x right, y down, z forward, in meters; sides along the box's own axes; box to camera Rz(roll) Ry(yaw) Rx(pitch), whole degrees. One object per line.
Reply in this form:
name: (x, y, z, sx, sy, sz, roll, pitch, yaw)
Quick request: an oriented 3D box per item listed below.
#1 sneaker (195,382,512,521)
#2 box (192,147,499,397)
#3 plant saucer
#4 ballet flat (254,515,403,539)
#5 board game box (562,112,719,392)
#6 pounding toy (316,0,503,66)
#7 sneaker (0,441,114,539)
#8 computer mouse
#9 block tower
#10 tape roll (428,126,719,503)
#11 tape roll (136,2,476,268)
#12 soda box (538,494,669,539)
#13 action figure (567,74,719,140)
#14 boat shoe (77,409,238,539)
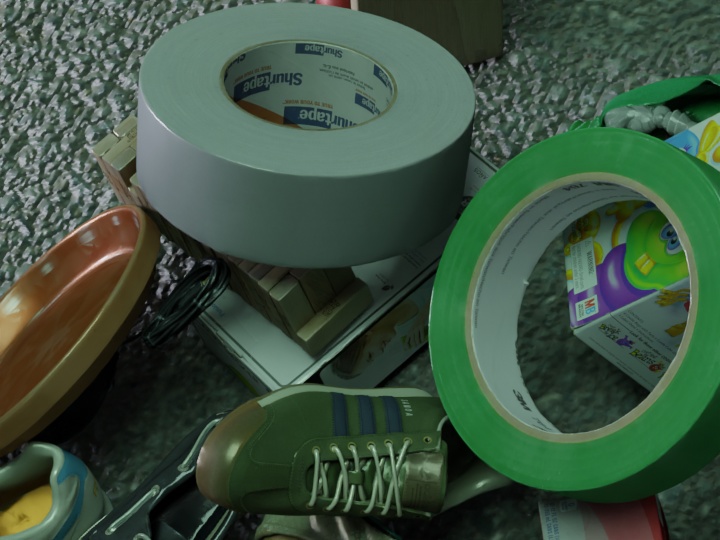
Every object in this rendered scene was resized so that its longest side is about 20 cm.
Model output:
sneaker: (0.009, 0.105, 1.321, 0.090, 0.200, 0.068, 19, 106, 39)
box: (0.000, 0.000, 1.472, 0.200, 0.060, 0.117, -40, 54, -13)
plant saucer: (-0.194, 0.044, 1.464, 0.200, 0.032, 0.201, -39, 22, 19)
ballet flat: (0.017, 0.180, 1.342, 0.200, 0.068, 0.062, 28, 74, 42)
board game box: (0.225, -0.022, 1.344, 0.199, 0.105, 0.103, -27, 47, 30)
pounding toy: (-0.003, -0.236, 1.582, 0.141, 0.185, 0.201, -15, 52, -9)
sneaker: (-0.241, 0.179, 1.408, 0.200, 0.081, 0.076, -43, 56, -13)
computer mouse: (-0.142, 0.053, 1.446, 0.200, 0.034, 0.059, -34, 29, 36)
block tower: (-0.080, -0.029, 1.446, 0.054, 0.058, 0.200, -43, 54, -14)
tape roll: (0.130, 0.024, 1.293, 0.200, 0.048, 0.202, -11, 72, 35)
tape roll: (-0.033, -0.083, 1.411, 0.199, 0.066, 0.201, 4, 34, -2)
soda box: (0.143, 0.216, 1.272, 0.070, 0.064, 0.201, -12, 52, 8)
action figure: (0.219, -0.086, 1.452, 0.199, 0.118, 0.055, -4, 66, 25)
boat shoe: (-0.121, 0.157, 1.384, 0.073, 0.063, 0.200, 39, 69, 6)
